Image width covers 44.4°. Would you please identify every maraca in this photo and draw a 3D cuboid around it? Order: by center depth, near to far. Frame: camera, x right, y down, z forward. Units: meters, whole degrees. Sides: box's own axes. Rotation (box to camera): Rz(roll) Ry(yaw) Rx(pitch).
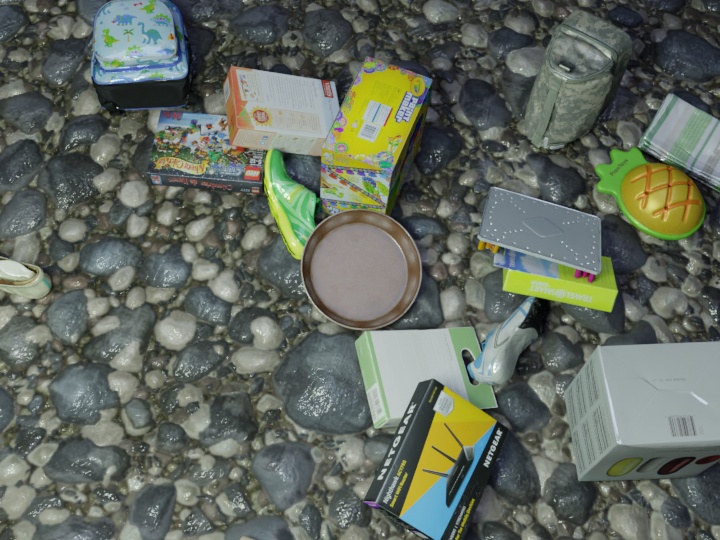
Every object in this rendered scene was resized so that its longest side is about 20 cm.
[{"bbox_3d":[0.498,-0.133,1.516,0.200,0.107,0.137,41,68,17],"label":"maraca"}]

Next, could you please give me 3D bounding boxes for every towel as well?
[{"bbox_3d":[0.629,-0.234,1.621,0.199,0.031,0.149,31,66,12],"label":"towel"}]

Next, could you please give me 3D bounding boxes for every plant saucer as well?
[{"bbox_3d":[0.000,0.000,1.437,0.199,0.034,0.202,2,76,-10],"label":"plant saucer"}]

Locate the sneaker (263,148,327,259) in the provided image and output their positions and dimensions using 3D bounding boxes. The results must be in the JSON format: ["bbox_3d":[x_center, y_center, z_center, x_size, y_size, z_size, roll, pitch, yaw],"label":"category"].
[{"bbox_3d":[-0.111,-0.115,1.494,0.083,0.074,0.201,-18,75,-11],"label":"sneaker"}]

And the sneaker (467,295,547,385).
[{"bbox_3d":[0.237,0.102,1.401,0.072,0.072,0.200,9,42,40],"label":"sneaker"}]

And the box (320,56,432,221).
[{"bbox_3d":[0.023,-0.207,1.479,0.121,0.193,0.201,20,64,6],"label":"box"}]

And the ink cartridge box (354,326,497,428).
[{"bbox_3d":[0.102,0.163,1.375,0.199,0.048,0.146,0,61,-27],"label":"ink cartridge box"}]

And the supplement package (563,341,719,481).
[{"bbox_3d":[0.420,0.209,1.282,0.190,0.200,0.148,-1,63,-3],"label":"supplement package"}]

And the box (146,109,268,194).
[{"bbox_3d":[-0.263,-0.209,1.550,0.198,0.038,0.137,5,62,-1],"label":"box"}]

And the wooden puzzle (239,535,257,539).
[{"bbox_3d":[-0.103,0.441,1.161,0.184,0.037,0.200,18,27,6],"label":"wooden puzzle"}]

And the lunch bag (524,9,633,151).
[{"bbox_3d":[0.372,-0.327,1.563,0.139,0.200,0.168,36,63,18],"label":"lunch bag"}]

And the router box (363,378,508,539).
[{"bbox_3d":[0.112,0.282,1.276,0.149,0.051,0.201,33,66,-13],"label":"router box"}]

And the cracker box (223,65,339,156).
[{"bbox_3d":[-0.134,-0.276,1.549,0.199,0.058,0.135,4,59,-24],"label":"cracker box"}]

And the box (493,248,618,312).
[{"bbox_3d":[0.312,0.002,1.439,0.199,0.048,0.122,12,29,3],"label":"box"}]

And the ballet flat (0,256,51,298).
[{"bbox_3d":[-0.592,-0.006,1.412,0.199,0.062,0.068,11,62,3],"label":"ballet flat"}]

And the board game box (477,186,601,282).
[{"bbox_3d":[0.298,-0.063,1.462,0.199,0.026,0.200,17,31,5],"label":"board game box"}]

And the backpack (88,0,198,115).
[{"bbox_3d":[-0.395,-0.403,1.584,0.182,0.147,0.201,-7,60,-9],"label":"backpack"}]
